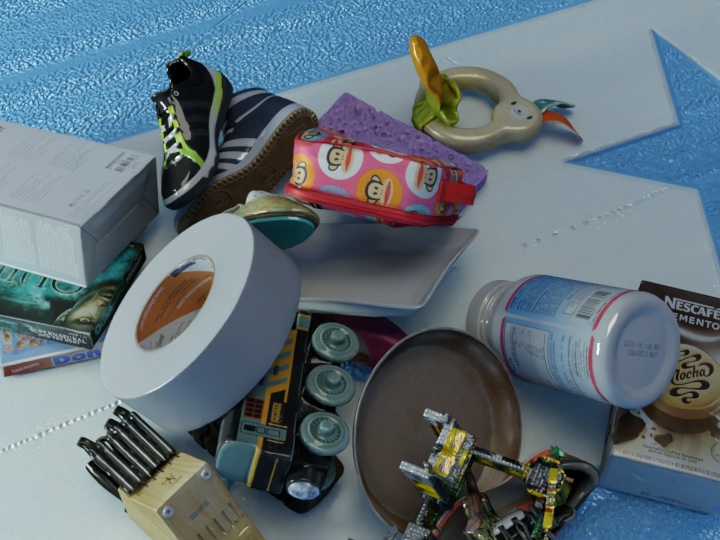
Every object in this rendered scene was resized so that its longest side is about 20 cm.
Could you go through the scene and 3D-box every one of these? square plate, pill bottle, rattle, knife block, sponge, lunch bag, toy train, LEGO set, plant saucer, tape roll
[{"bbox_3d":[0.000,0.000,1.209,0.200,0.028,0.198,3,24,22],"label":"square plate"},{"bbox_3d":[0.197,0.062,1.149,0.109,0.109,0.200,-41,29,-24],"label":"pill bottle"},{"bbox_3d":[0.160,-0.212,1.359,0.200,0.143,0.130,9,38,11],"label":"rattle"},{"bbox_3d":[-0.177,0.221,1.120,0.064,0.175,0.200,-42,112,-24],"label":"knife block"},{"bbox_3d":[0.032,-0.118,1.355,0.200,0.030,0.112,31,62,16],"label":"sponge"},{"bbox_3d":[0.032,-0.089,1.207,0.176,0.200,0.082,12,96,15],"label":"lunch bag"},{"bbox_3d":[-0.067,0.117,1.097,0.114,0.085,0.200,13,46,-8],"label":"toy train"},{"bbox_3d":[0.087,0.213,1.013,0.154,0.116,0.200,27,74,27],"label":"LEGO set"},{"bbox_3d":[0.068,0.153,1.119,0.200,0.032,0.201,1,89,-35],"label":"plant saucer"},{"bbox_3d":[-0.149,0.047,1.104,0.200,0.066,0.200,-31,36,26],"label":"tape roll"}]

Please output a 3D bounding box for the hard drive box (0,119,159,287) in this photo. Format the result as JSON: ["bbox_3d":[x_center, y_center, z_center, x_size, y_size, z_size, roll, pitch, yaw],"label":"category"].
[{"bbox_3d":[-0.335,-0.076,1.248,0.200,0.077,0.156,15,36,15],"label":"hard drive box"}]

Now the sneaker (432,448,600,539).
[{"bbox_3d":[0.139,0.229,1.087,0.200,0.082,0.077,-39,99,-23],"label":"sneaker"}]

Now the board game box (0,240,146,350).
[{"bbox_3d":[-0.341,0.007,1.241,0.200,0.028,0.135,10,47,11],"label":"board game box"}]

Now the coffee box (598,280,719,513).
[{"bbox_3d":[0.309,0.122,1.176,0.113,0.080,0.200,13,58,8],"label":"coffee box"}]

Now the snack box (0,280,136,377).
[{"bbox_3d":[-0.275,0.054,1.237,0.200,0.024,0.072,-12,57,-9],"label":"snack box"}]

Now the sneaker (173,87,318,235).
[{"bbox_3d":[-0.147,-0.122,1.332,0.200,0.070,0.108,-45,49,-9],"label":"sneaker"}]

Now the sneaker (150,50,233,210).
[{"bbox_3d":[-0.198,-0.154,1.285,0.083,0.072,0.200,34,43,-32],"label":"sneaker"}]

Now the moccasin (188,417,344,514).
[{"bbox_3d":[-0.105,0.148,1.155,0.201,0.074,0.078,30,47,21],"label":"moccasin"}]

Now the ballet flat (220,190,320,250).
[{"bbox_3d":[-0.113,-0.044,1.217,0.071,0.200,0.071,18,60,-34],"label":"ballet flat"}]

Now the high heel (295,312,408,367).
[{"bbox_3d":[-0.039,0.076,1.199,0.200,0.067,0.096,25,50,20],"label":"high heel"}]
